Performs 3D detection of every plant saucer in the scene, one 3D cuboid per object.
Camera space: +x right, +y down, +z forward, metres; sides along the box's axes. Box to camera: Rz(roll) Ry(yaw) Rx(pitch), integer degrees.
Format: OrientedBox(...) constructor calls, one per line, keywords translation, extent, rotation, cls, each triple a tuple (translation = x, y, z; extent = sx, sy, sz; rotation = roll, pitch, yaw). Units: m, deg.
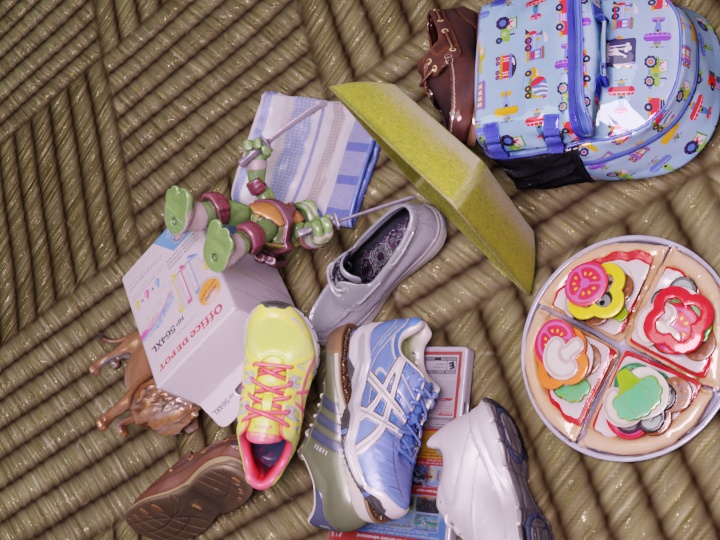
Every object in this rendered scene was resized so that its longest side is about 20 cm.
OrientedBox(translation=(0.082, -0.087, 0.921), extent=(0.048, 0.200, 0.200), rotation=(-44, 53, 4), cls="plant saucer")

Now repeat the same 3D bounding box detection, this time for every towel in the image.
OrientedBox(translation=(-0.064, -0.134, 1.153), extent=(0.198, 0.024, 0.149), rotation=(15, 84, 38), cls="towel")

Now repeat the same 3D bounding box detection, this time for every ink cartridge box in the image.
OrientedBox(translation=(-0.154, 0.053, 1.074), extent=(0.129, 0.125, 0.201), rotation=(-45, 46, 15), cls="ink cartridge box")

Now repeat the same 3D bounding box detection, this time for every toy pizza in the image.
OrientedBox(translation=(0.227, 0.064, 0.864), extent=(0.198, 0.032, 0.203), rotation=(-13, 67, 32), cls="toy pizza")

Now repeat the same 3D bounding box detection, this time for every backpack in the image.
OrientedBox(translation=(0.216, -0.172, 0.891), extent=(0.198, 0.134, 0.185), rotation=(-1, 74, 33), cls="backpack")

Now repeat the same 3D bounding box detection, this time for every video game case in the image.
OrientedBox(translation=(0.039, 0.176, 0.973), extent=(0.141, 0.017, 0.203), rotation=(-3, 72, 35), cls="video game case")

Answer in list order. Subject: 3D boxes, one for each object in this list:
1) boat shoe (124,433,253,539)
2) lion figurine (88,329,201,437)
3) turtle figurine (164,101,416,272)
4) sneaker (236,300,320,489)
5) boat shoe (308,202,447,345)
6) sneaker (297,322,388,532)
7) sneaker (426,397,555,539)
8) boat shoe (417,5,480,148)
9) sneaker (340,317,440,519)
OrientedBox(translation=(-0.182, 0.240, 1.091), extent=(0.199, 0.072, 0.068), rotation=(-33, 24, 32), cls="boat shoe")
OrientedBox(translation=(-0.257, 0.122, 1.178), extent=(0.122, 0.072, 0.201), rotation=(-36, 52, 13), cls="lion figurine")
OrientedBox(translation=(-0.090, -0.081, 1.012), extent=(0.199, 0.193, 0.146), rotation=(-28, 84, 41), cls="turtle figurine")
OrientedBox(translation=(-0.084, 0.127, 0.965), extent=(0.077, 0.091, 0.203), rotation=(5, 116, 5), cls="sneaker")
OrientedBox(translation=(0.001, 0.000, 1.022), extent=(0.201, 0.071, 0.071), rotation=(-45, 53, 23), cls="boat shoe")
OrientedBox(translation=(-0.029, 0.158, 0.974), extent=(0.089, 0.067, 0.203), rotation=(-24, 60, 29), cls="sneaker")
OrientedBox(translation=(0.115, 0.217, 0.870), extent=(0.086, 0.074, 0.202), rotation=(-28, 51, 22), cls="sneaker")
OrientedBox(translation=(0.090, -0.196, 0.989), extent=(0.202, 0.069, 0.071), rotation=(-83, 5, -48), cls="boat shoe")
OrientedBox(translation=(0.031, 0.129, 0.921), extent=(0.076, 0.076, 0.202), rotation=(-22, 53, 28), cls="sneaker")
